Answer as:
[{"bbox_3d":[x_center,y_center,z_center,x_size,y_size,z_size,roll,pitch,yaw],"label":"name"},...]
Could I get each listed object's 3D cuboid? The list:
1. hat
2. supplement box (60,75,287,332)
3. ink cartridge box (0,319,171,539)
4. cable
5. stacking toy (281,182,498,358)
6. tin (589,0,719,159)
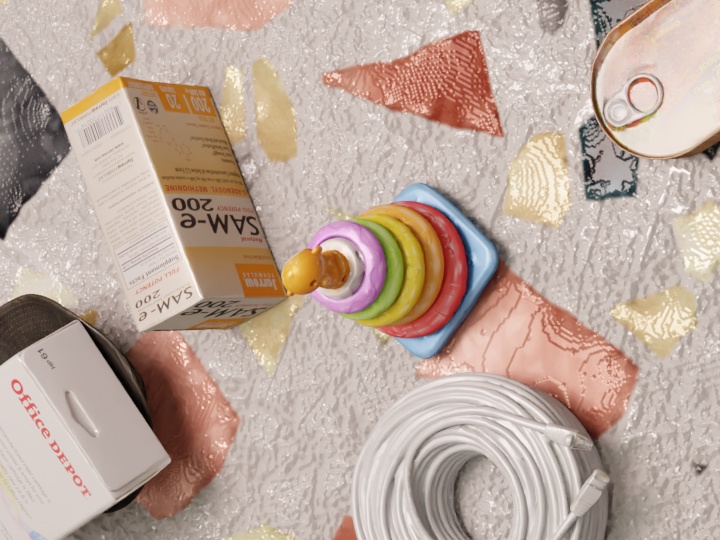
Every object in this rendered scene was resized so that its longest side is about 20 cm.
[{"bbox_3d":[-0.235,0.105,1.784,0.201,0.081,0.201,14,117,30],"label":"hat"},{"bbox_3d":[-0.152,-0.053,1.703,0.074,0.126,0.200,-28,76,28],"label":"supplement box"},{"bbox_3d":[-0.273,0.154,1.724,0.200,0.085,0.145,-35,89,39],"label":"ink cartridge box"},{"bbox_3d":[0.091,0.176,1.584,0.200,0.069,0.200,32,108,29],"label":"cable"},{"bbox_3d":[0.000,0.000,1.561,0.110,0.200,0.116,43,113,24],"label":"stacking toy"},{"bbox_3d":[0.256,-0.157,1.493,0.200,0.042,0.112,-34,69,28],"label":"tin"}]
